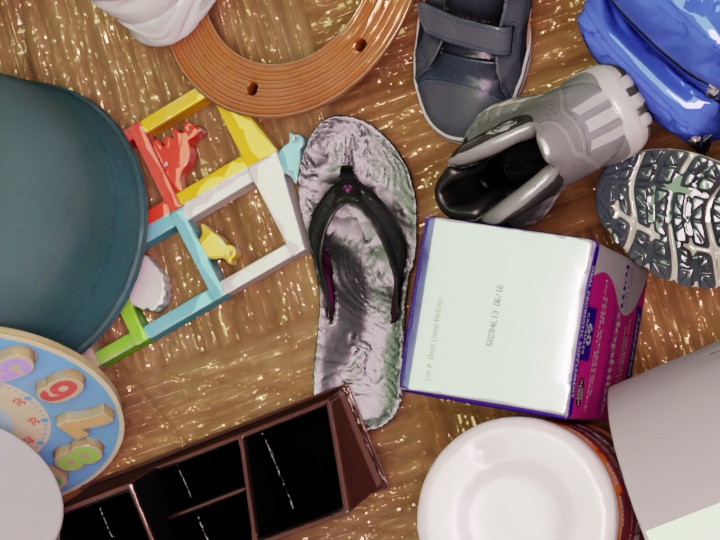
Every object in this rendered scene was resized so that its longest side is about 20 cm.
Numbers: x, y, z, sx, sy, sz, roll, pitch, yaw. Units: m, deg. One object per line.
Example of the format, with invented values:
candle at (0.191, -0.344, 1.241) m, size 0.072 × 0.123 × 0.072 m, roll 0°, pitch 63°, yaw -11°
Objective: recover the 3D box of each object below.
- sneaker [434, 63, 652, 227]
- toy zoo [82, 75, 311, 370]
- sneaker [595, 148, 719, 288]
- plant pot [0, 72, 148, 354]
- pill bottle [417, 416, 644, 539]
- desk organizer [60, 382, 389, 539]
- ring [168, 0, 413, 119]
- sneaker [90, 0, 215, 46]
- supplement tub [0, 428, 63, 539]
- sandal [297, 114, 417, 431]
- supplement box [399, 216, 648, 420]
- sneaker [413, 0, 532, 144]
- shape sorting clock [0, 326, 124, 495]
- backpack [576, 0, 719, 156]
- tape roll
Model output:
sneaker at (0.076, -0.058, 1.438) m, size 0.115 × 0.200 × 0.075 m, roll -29°, pitch 87°, yaw -32°
toy zoo at (-0.120, -0.037, 1.587) m, size 0.200 × 0.020 × 0.132 m, roll -30°, pitch 79°, yaw 11°
sneaker at (0.238, -0.024, 1.454) m, size 0.199 × 0.086 × 0.078 m, roll 14°, pitch 98°, yaw 8°
plant pot at (-0.263, -0.040, 1.518) m, size 0.199 × 0.188 × 0.201 m, roll -4°, pitch 80°, yaw 22°
pill bottle at (0.109, 0.143, 1.418) m, size 0.114 × 0.200 × 0.115 m, roll -1°, pitch 86°, yaw 15°
desk organizer at (-0.092, 0.144, 1.520) m, size 0.199 × 0.077 × 0.072 m, roll -22°, pitch 92°, yaw 19°
ring at (-0.043, -0.194, 1.555) m, size 0.200 × 0.019 × 0.201 m, roll -7°, pitch 76°, yaw 29°
sneaker at (-0.105, -0.236, 1.531) m, size 0.078 × 0.099 × 0.200 m, roll 40°, pitch 101°, yaw 34°
supplement tub at (-0.268, 0.203, 1.511) m, size 0.132 × 0.132 × 0.200 m, roll 38°, pitch 132°, yaw 15°
sandal at (0.001, 0.001, 1.529) m, size 0.075 × 0.048 × 0.201 m, roll -4°, pitch 88°, yaw 1°
supplement box at (0.100, 0.031, 1.430) m, size 0.103 × 0.200 × 0.102 m, roll 9°, pitch 89°, yaw 14°
sneaker at (0.073, -0.180, 1.516) m, size 0.078 × 0.079 × 0.201 m, roll 12°, pitch 91°, yaw 15°
shape sorting clock at (-0.248, 0.098, 1.531) m, size 0.199 × 0.200 × 0.039 m, roll -10°, pitch 53°, yaw 14°
backpack at (0.217, -0.159, 1.411) m, size 0.162 × 0.200 × 0.168 m, roll 41°, pitch 97°, yaw 14°
tape roll at (0.243, 0.135, 1.382) m, size 0.139 × 0.203 × 0.203 m, roll -23°, pitch 80°, yaw 13°
